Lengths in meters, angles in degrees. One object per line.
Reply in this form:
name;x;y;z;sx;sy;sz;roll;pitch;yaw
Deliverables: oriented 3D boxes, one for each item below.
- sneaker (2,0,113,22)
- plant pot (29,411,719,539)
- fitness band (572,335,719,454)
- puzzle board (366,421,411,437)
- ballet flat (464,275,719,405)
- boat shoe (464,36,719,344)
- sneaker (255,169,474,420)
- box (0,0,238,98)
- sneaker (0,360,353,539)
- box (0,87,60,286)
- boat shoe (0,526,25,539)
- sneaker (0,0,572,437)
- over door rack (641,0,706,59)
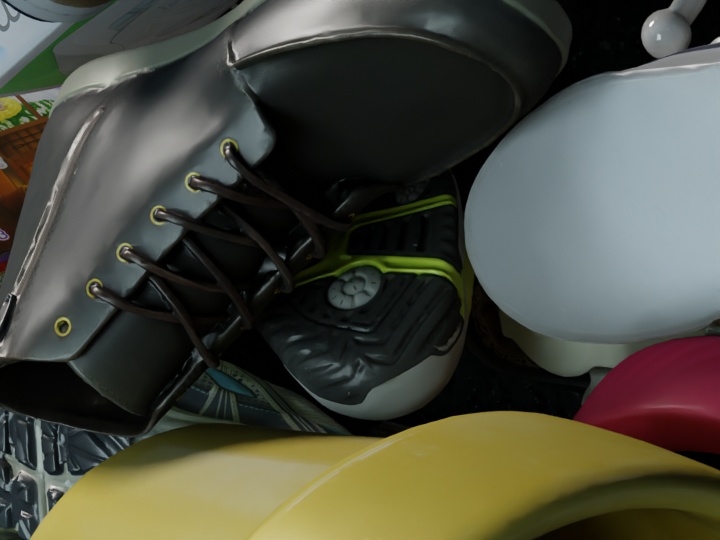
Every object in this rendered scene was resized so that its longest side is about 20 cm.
sneaker;-0.136;-0.138;0.774;0.108;0.070;0.201;-43;65;41
plant pot;0.002;0.125;0.670;0.188;0.200;0.202;17;118;52
fitness band;0.143;0.088;0.684;0.199;0.037;0.144;21;142;22
puzzle board;0.069;0.157;0.859;0.150;0.017;0.201;11;114;43
ballet flat;0.103;0.016;0.725;0.199;0.073;0.074;9;112;45
boat shoe;0.118;-0.038;0.662;0.199;0.066;0.072;-30;79;32
sneaker;0.000;0.000;0.796;0.077;0.075;0.200;63;180;-25
box;-0.074;-0.178;0.821;0.200;0.096;0.177;-30;80;48
sneaker;-0.062;0.063;0.878;0.199;0.086;0.078;29;110;31
box;-0.144;-0.058;0.911;0.200;0.136;0.039;37;131;31
boat shoe;-0.055;0.133;0.875;0.199;0.063;0.074;16;108;15
sneaker;-0.026;-0.015;0.697;0.075;0.107;0.199;34;148;-28
over door rack;0.025;-0.111;0.664;0.199;0.148;0.067;-17;48;27
